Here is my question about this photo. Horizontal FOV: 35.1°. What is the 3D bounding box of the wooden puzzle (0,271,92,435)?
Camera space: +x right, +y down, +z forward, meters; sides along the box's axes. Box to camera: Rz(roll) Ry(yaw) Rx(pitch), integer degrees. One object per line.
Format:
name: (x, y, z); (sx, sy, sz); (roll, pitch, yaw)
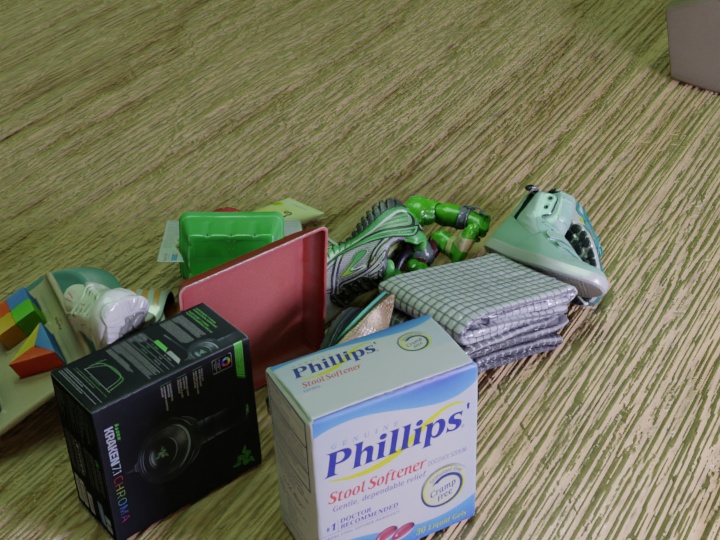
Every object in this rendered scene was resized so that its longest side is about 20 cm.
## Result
wooden puzzle: (-0.416, 0.105, 1.314); (0.200, 0.046, 0.185); (-40, 44, -3)

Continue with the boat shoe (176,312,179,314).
boat shoe: (-0.196, 0.091, 1.356); (0.199, 0.070, 0.071); (-36, 28, -15)

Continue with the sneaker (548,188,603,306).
sneaker: (0.298, -0.032, 1.534); (0.079, 0.078, 0.201); (24, 38, -28)

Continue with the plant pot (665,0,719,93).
plant pot: (0.653, -0.430, 2.035); (0.175, 0.202, 0.200); (4, 31, 31)

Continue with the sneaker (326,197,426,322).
sneaker: (0.000, 0.000, 1.452); (0.200, 0.078, 0.085); (-46, 57, 0)

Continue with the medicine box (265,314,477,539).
medicine box: (0.014, 0.172, 1.125); (0.180, 0.202, 0.103); (-17, 35, -21)

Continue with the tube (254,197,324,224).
tube: (-0.149, -0.063, 1.643); (0.199, 0.052, 0.058); (-27, 80, -40)

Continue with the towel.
towel: (0.142, 0.052, 1.399); (0.198, 0.087, 0.165); (-13, 25, -35)

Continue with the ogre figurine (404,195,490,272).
ogre figurine: (0.077, -0.032, 1.539); (0.119, 0.098, 0.201); (30, 77, 24)

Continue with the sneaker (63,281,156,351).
sneaker: (-0.286, 0.050, 1.243); (0.099, 0.200, 0.078); (30, 77, -1)

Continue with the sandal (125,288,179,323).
sandal: (-0.293, 0.059, 1.395); (0.204, 0.060, 0.079); (-10, 34, -3)

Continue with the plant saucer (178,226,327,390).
plant saucer: (-0.128, 0.055, 1.313); (0.199, 0.201, 0.037); (-26, 46, -31)

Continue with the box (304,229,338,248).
box: (-0.125, -0.009, 1.533); (0.198, 0.035, 0.110); (-12, 25, -26)

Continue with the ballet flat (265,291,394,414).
ballet flat: (-0.018, 0.107, 1.272); (0.065, 0.071, 0.200); (44, 71, 11)

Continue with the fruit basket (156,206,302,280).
fruit basket: (-0.164, -0.034, 1.464); (0.183, 0.095, 0.200); (-1, 11, -7)

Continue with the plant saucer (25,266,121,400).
plant saucer: (-0.379, 0.069, 1.380); (0.198, 0.036, 0.202); (-17, 47, 19)

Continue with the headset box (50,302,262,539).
headset box: (-0.202, 0.154, 1.194); (0.199, 0.176, 0.092); (-25, 38, -33)

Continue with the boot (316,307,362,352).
boot: (0.044, 0.123, 1.316); (0.198, 0.066, 0.165); (9, 47, 27)

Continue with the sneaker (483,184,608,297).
sneaker: (0.257, -0.045, 1.461); (0.200, 0.074, 0.119); (28, 80, 48)
